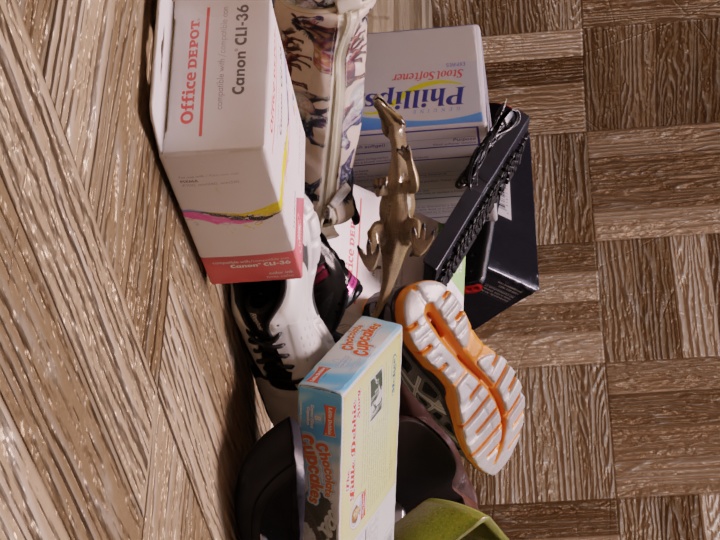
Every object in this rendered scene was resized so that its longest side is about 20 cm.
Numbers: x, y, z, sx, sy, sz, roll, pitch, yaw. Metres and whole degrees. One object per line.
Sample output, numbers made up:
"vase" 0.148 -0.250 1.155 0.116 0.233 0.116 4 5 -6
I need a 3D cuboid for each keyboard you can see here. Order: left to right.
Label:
"keyboard" 0.102 -0.065 1.527 0.128 0.020 0.201 91 24 -50

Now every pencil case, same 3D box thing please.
"pencil case" -0.032 -0.128 1.372 0.089 0.077 0.202 36 -49 45

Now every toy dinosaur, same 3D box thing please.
"toy dinosaur" 0.028 -0.031 1.389 0.101 0.057 0.203 -83 178 -75

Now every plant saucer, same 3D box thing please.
"plant saucer" 0.026 0.257 1.471 0.048 0.199 0.200 53 -1 19

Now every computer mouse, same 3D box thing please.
"computer mouse" -0.062 0.207 1.215 0.141 0.045 0.202 -99 -170 -49

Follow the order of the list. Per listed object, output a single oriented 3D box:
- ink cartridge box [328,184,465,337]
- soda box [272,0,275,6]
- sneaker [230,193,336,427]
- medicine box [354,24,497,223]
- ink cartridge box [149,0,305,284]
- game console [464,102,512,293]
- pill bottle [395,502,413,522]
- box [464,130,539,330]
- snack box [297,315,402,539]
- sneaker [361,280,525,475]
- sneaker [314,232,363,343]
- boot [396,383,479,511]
"ink cartridge box" 0.000 0.000 1.525 0.199 0.067 0.119 22 63 -41
"soda box" -0.055 -0.198 1.436 0.069 0.063 0.202 -86 171 -51
"sneaker" -0.062 0.044 1.279 0.080 0.073 0.202 -53 136 -59
"medicine box" 0.028 -0.123 1.618 0.200 0.180 0.104 74 13 -64
"ink cartridge box" -0.080 -0.090 1.119 0.201 0.067 0.118 76 12 -61
"game console" 0.052 -0.075 1.730 0.031 0.175 0.202 60 38 -62
"pill bottle" 0.014 0.238 1.628 0.200 0.103 0.106 69 18 -72
"box" 0.073 -0.038 1.844 0.198 0.122 0.202 -37 -138 42
"snack box" -0.009 0.149 1.297 0.116 0.037 0.202 -45 142 -58
"sneaker" 0.070 0.086 1.481 0.078 0.077 0.201 -46 121 -31
"sneaker" -0.041 -0.003 1.356 0.077 0.083 0.202 -86 170 -55
"boot" 0.040 0.121 1.582 0.187 0.064 0.201 62 8 -46
